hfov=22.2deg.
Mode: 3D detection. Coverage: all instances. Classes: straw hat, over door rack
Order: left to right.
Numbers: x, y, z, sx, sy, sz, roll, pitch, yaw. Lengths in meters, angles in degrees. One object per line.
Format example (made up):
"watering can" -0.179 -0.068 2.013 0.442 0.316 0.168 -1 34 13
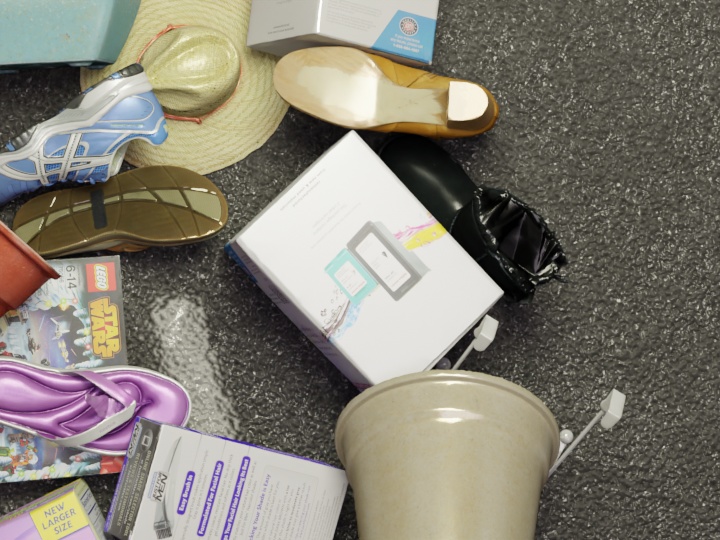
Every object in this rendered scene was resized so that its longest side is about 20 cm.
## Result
"straw hat" -0.156 -0.184 1.680 0.201 0.085 0.201 0 89 -8
"over door rack" 0.137 0.124 1.672 0.148 0.200 0.067 30 50 -5

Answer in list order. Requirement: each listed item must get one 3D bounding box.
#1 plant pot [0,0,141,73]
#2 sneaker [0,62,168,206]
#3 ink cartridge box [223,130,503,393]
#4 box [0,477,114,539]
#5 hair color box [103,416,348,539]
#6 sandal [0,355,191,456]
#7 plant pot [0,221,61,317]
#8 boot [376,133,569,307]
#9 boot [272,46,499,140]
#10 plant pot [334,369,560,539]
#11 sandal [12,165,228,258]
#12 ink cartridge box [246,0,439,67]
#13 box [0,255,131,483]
"plant pot" -0.283 -0.275 1.607 0.196 0.196 0.200 -3 95 2
"sneaker" -0.262 -0.104 1.646 0.200 0.076 0.077 -30 98 19
"ink cartridge box" 0.000 0.000 1.666 0.146 0.147 0.200 -44 95 -8
"box" -0.286 0.315 1.636 0.176 0.097 0.200 -25 91 -3
"hair color box" -0.118 0.207 1.653 0.200 0.065 0.109 18 85 -31
"sandal" -0.251 0.123 1.635 0.203 0.050 0.083 6 88 -10
"plant pot" -0.394 0.010 1.556 0.201 0.201 0.195 42 83 -5
"boot" 0.100 -0.052 1.673 0.073 0.162 0.198 -40 94 -9
"boot" 0.025 -0.150 1.664 0.201 0.144 0.071 9 87 3
"plant pot" 0.073 0.218 1.572 0.200 0.201 0.184 9 49 -7
"sandal" -0.218 -0.045 1.685 0.200 0.054 0.080 -10 65 7
"ink cartridge box" -0.008 -0.292 1.665 0.128 0.125 0.200 11 84 -33
"box" -0.281 0.090 1.678 0.137 0.040 0.200 -5 89 -9
